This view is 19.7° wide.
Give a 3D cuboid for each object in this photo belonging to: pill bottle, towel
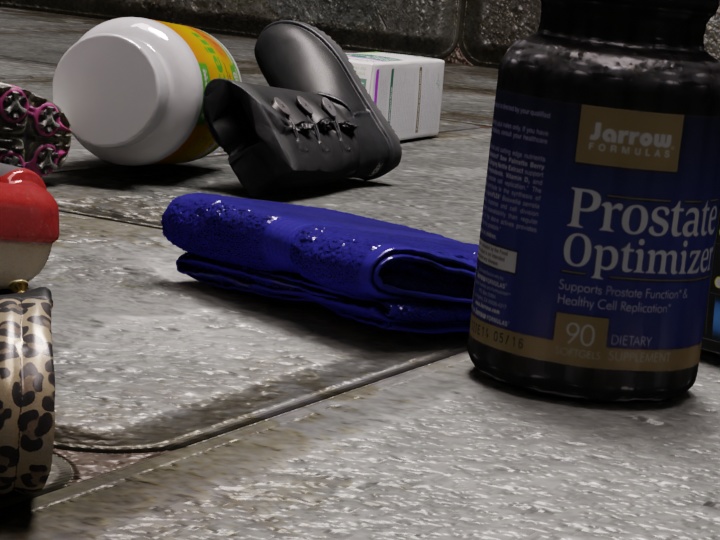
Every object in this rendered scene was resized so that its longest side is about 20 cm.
[{"bbox_3d":[-0.165,-0.136,1.586,0.110,0.112,0.200,7,5,10],"label":"pill bottle"},{"bbox_3d":[0.000,0.000,1.115,0.147,0.050,0.199,7,6,-40],"label":"towel"},{"bbox_3d":[0.114,-0.047,0.968,0.111,0.201,0.112,5,9,-1],"label":"pill bottle"}]

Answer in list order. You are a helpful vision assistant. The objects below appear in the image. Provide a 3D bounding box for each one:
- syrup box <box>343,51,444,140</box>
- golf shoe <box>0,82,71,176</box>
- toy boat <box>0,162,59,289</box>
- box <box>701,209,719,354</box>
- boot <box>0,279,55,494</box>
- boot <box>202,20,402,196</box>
[{"bbox_3d":[0.011,-0.171,2.036,0.078,0.082,0.200,8,8,22],"label":"syrup box"},{"bbox_3d":[-0.300,-0.101,1.449,0.199,0.073,0.092,-1,12,-35],"label":"golf shoe"},{"bbox_3d":[-0.243,-0.066,1.037,0.130,0.132,0.199,13,4,41],"label":"toy boat"},{"bbox_3d":[0.267,-0.008,1.060,0.148,0.125,0.199,0,10,-38],"label":"box"},{"bbox_3d":[-0.186,0.028,0.731,0.150,0.074,0.200,2,14,-13],"label":"boot"},{"bbox_3d":[-0.067,-0.132,1.616,0.165,0.066,0.200,47,26,16],"label":"boot"}]
